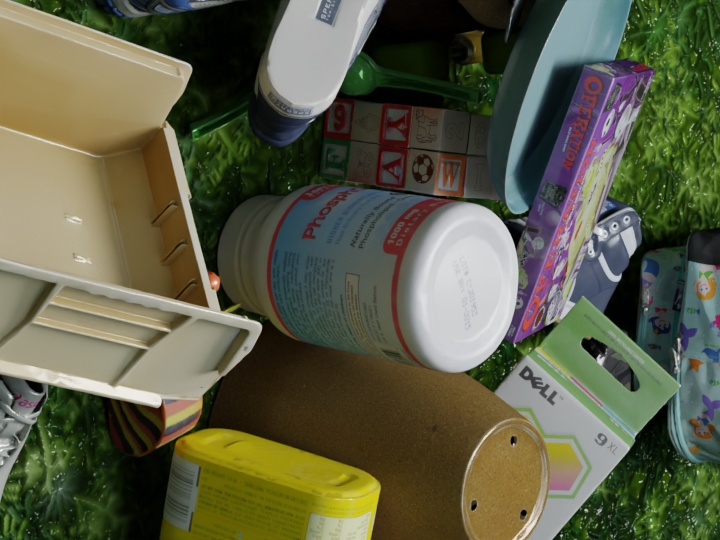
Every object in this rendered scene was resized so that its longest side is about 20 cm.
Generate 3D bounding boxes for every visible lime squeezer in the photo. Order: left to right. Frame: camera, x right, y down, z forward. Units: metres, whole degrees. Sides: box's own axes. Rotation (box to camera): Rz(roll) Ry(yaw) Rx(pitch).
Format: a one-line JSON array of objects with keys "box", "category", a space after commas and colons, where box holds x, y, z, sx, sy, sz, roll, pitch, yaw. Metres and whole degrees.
[{"box": [-0.020, -0.128, 1.472, 0.198, 0.071, 0.038, -7, 113, -5], "category": "lime squeezer"}]

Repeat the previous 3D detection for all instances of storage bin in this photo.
[{"box": [-0.167, -0.039, 1.240, 0.197, 0.094, 0.201, 15, 44, -39], "category": "storage bin"}]

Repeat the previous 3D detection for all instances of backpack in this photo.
[{"box": [0.310, 0.064, 1.801, 0.177, 0.149, 0.202, -10, 98, -62], "category": "backpack"}]

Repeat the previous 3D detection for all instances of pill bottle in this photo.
[{"box": [0.000, 0.000, 1.438, 0.108, 0.199, 0.110, -10, 104, -45], "category": "pill bottle"}]

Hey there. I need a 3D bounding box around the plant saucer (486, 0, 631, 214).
[{"box": [0.133, -0.136, 1.460, 0.201, 0.027, 0.201, -54, 159, -32], "category": "plant saucer"}]

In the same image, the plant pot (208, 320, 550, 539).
[{"box": [0.026, 0.132, 1.491, 0.185, 0.199, 0.188, -12, 106, -44], "category": "plant pot"}]

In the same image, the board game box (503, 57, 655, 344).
[{"box": [0.151, -0.051, 1.542, 0.120, 0.032, 0.202, -15, 128, -64], "category": "board game box"}]

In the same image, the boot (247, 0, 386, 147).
[{"box": [-0.022, -0.180, 1.420, 0.072, 0.090, 0.201, 28, 70, -6], "category": "boot"}]

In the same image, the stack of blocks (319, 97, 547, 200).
[{"box": [0.081, -0.084, 1.571, 0.199, 0.115, 0.059, 3, 95, -47], "category": "stack of blocks"}]

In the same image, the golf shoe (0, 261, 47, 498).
[{"box": [-0.230, 0.083, 1.291, 0.072, 0.092, 0.202, -3, 100, -47], "category": "golf shoe"}]

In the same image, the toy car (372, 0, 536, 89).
[{"box": [0.076, -0.208, 1.457, 0.156, 0.200, 0.166, -8, 99, -5], "category": "toy car"}]

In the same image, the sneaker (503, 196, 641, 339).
[{"box": [0.146, -0.026, 1.665, 0.200, 0.070, 0.109, 29, 94, -52], "category": "sneaker"}]

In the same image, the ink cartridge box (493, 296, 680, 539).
[{"box": [0.135, 0.129, 1.608, 0.200, 0.104, 0.059, -50, 173, 9], "category": "ink cartridge box"}]

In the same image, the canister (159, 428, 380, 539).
[{"box": [-0.070, 0.219, 1.420, 0.086, 0.147, 0.202, -15, 118, -65], "category": "canister"}]

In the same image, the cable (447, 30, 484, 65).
[{"box": [0.114, -0.191, 1.657, 0.199, 0.050, 0.098, 14, 69, -59], "category": "cable"}]

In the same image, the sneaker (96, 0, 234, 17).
[{"box": [-0.077, -0.204, 1.405, 0.199, 0.085, 0.078, -28, 116, -41], "category": "sneaker"}]

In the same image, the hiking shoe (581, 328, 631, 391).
[{"box": [0.162, 0.131, 1.722, 0.200, 0.075, 0.101, -40, 120, -36], "category": "hiking shoe"}]

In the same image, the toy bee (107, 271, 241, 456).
[{"box": [-0.135, 0.031, 1.369, 0.131, 0.108, 0.201, -48, 128, -29], "category": "toy bee"}]
